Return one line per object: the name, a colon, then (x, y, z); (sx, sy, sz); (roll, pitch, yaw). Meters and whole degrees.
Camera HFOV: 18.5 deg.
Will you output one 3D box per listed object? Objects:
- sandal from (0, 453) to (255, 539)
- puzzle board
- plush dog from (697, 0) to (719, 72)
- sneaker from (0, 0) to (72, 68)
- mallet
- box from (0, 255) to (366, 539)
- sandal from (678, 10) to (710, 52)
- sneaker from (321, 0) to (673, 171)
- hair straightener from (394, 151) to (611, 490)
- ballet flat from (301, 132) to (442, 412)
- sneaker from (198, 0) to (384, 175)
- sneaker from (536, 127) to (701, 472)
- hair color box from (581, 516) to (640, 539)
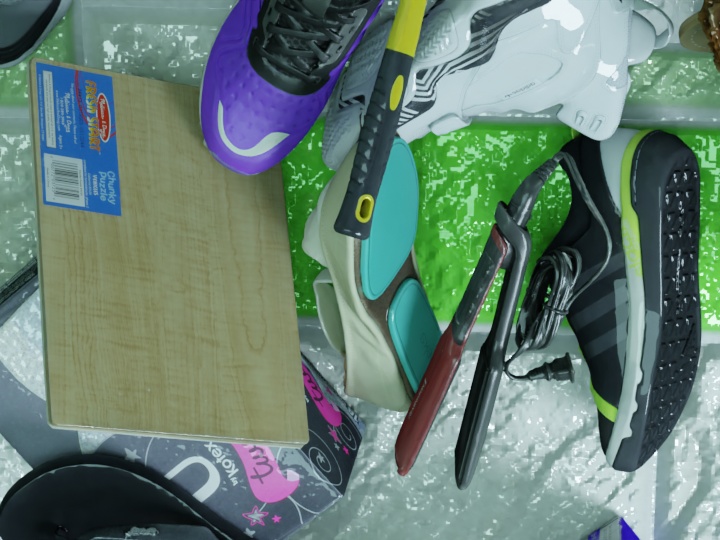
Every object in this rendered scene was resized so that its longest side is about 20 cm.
sandal: (-0.097, 0.157, 1.171); (0.199, 0.043, 0.076); (23, 109, -3)
puzzle board: (-0.102, -0.008, 1.155); (0.150, 0.201, 0.017); (8, 155, -33)
plush dog: (0.263, -0.105, 1.057); (0.172, 0.160, 0.200); (-47, 70, 19)
sneaker: (-0.185, -0.180, 1.148); (0.075, 0.114, 0.201); (23, 121, 1)
mallet: (0.013, -0.117, 1.085); (0.066, 0.041, 0.201); (23, 85, -33)
box: (-0.111, 0.069, 1.228); (0.132, 0.115, 0.200); (-38, 100, 17)
sandal: (0.259, -0.174, 1.144); (0.211, 0.078, 0.070); (-15, 74, 4)
sneaker: (0.070, -0.099, 1.169); (0.115, 0.075, 0.200); (29, 130, -22)
hair straightener: (0.085, 0.031, 1.196); (0.077, 0.041, 0.201); (17, 108, -10)
ballet flat: (0.000, 0.000, 1.195); (0.069, 0.070, 0.201); (-4, 132, 8)
sneaker: (-0.025, -0.140, 1.143); (0.069, 0.100, 0.201); (29, 96, -6)
sneaker: (0.139, 0.010, 1.217); (0.083, 0.072, 0.201); (12, 110, 30)
hair color box: (0.085, 0.234, 1.259); (0.200, 0.109, 0.065); (-38, 99, 16)
